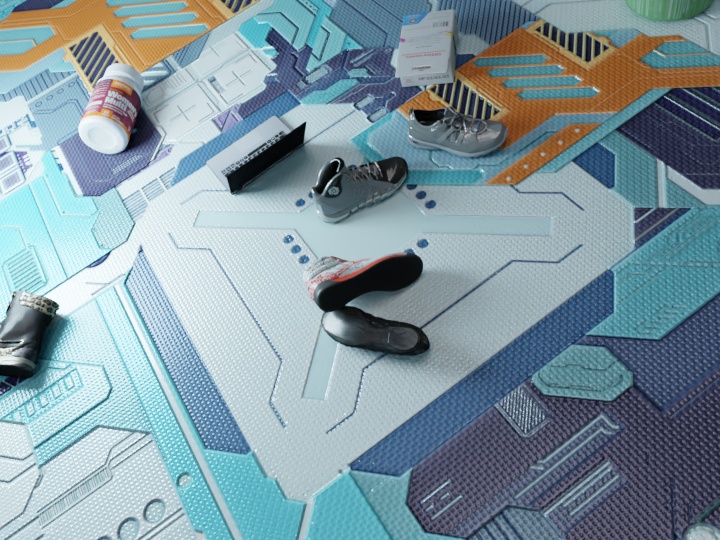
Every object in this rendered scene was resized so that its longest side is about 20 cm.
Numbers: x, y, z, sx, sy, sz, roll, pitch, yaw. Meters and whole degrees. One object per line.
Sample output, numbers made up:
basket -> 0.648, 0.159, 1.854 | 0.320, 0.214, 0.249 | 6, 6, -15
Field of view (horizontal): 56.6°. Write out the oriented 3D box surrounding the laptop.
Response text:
laptop -> -0.217, -0.256, 1.355 | 0.186, 0.116, 0.200 | -36, 54, -10

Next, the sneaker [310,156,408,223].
sneaker -> -0.003, -0.174, 1.235 | 0.199, 0.116, 0.075 | -33, 53, -7

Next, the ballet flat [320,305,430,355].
ballet flat -> 0.019, 0.104, 1.088 | 0.198, 0.057, 0.067 | 14, 75, 31

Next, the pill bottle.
pill bottle -> -0.570, -0.378, 1.548 | 0.108, 0.110, 0.202 | -5, 55, 13

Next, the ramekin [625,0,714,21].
ramekin -> 0.630, -0.597, 1.349 | 0.197, 0.098, 0.202 | -8, 55, 11

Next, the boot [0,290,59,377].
boot -> -0.676, 0.115, 1.262 | 0.197, 0.073, 0.152 | 5, 59, 15

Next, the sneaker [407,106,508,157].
sneaker -> 0.178, -0.268, 1.266 | 0.197, 0.082, 0.075 | 5, 58, 20

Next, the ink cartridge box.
ink cartridge box -> 0.142, -0.457, 1.416 | 0.114, 0.068, 0.202 | -1, 56, 16

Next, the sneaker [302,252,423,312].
sneaker -> -0.001, -0.001, 1.144 | 0.199, 0.068, 0.108 | -20, 31, -16
